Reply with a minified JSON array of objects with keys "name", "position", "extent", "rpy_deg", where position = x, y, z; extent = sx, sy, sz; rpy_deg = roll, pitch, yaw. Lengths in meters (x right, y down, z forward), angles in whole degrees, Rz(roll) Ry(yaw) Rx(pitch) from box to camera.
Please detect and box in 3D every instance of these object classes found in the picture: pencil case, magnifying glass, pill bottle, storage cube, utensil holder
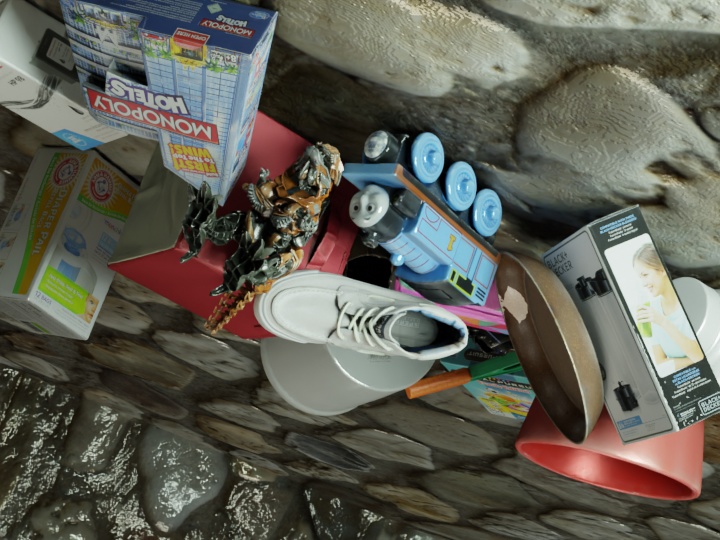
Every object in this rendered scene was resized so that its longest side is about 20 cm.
[{"name":"pencil case","position":[0.133,0.023,1.438],"extent":[0.198,0.089,0.088],"rpy_deg":[14,161,17]},{"name":"magnifying glass","position":[0.151,0.120,1.629],"extent":[0.198,0.023,0.080],"rpy_deg":[-16,168,-12]},{"name":"pill bottle","position":[0.373,0.087,1.324],"extent":[0.199,0.113,0.112],"rpy_deg":[30,159,-31]},{"name":"storage cube","position":[-0.125,-0.046,1.364],"extent":[0.179,0.172,0.199],"rpy_deg":[30,160,-28]},{"name":"utensil holder","position":[-0.012,0.081,1.634],"extent":[0.169,0.171,0.200],"rpy_deg":[25,159,-16]}]

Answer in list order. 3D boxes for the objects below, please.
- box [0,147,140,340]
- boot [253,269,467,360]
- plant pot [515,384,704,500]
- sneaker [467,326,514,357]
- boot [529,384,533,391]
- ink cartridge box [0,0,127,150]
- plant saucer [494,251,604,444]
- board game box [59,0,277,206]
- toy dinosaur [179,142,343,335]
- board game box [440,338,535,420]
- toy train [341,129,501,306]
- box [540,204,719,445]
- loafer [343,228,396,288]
[{"name":"box","position":[-0.355,-0.035,1.593],"extent":[0.101,0.201,0.112],"rpy_deg":[5,156,35]},{"name":"boot","position":[0.005,0.043,1.268],"extent":[0.198,0.074,0.095],"rpy_deg":[6,-177,-24]},{"name":"plant pot","position":[0.282,0.132,1.431],"extent":[0.199,0.179,0.201],"rpy_deg":[16,165,4]},{"name":"sneaker","position":[0.138,0.049,1.517],"extent":[0.198,0.078,0.070],"rpy_deg":[18,162,4]},{"name":"boot","position":[0.304,0.137,1.619],"extent":[0.153,0.074,0.200],"rpy_deg":[-6,169,24]},{"name":"ink cartridge box","position":[-0.320,-0.199,1.296],"extent":[0.199,0.067,0.115],"rpy_deg":[30,160,-29]},{"name":"plant saucer","position":[0.187,0.070,1.299],"extent":[0.034,0.202,0.200],"rpy_deg":[-21,163,-7]},{"name":"board game box","position":[-0.167,-0.155,1.178],"extent":[0.198,0.062,0.201],"rpy_deg":[15,142,14]},{"name":"toy dinosaur","position":[-0.085,-0.024,1.207],"extent":[0.102,0.202,0.135],"rpy_deg":[20,-167,31]},{"name":"board game box","position":[0.214,0.152,1.787],"extent":[0.150,0.047,0.200],"rpy_deg":[8,159,31]},{"name":"toy train","position":[0.060,-0.049,1.252],"extent":[0.086,0.115,0.200],"rpy_deg":[3,156,41]},{"name":"box","position":[0.250,0.053,1.235],"extent":[0.060,0.201,0.117],"rpy_deg":[-20,173,-18]},{"name":"loafer","position":[0.000,0.000,1.427],"extent":[0.072,0.072,0.200],"rpy_deg":[11,150,-4]}]
